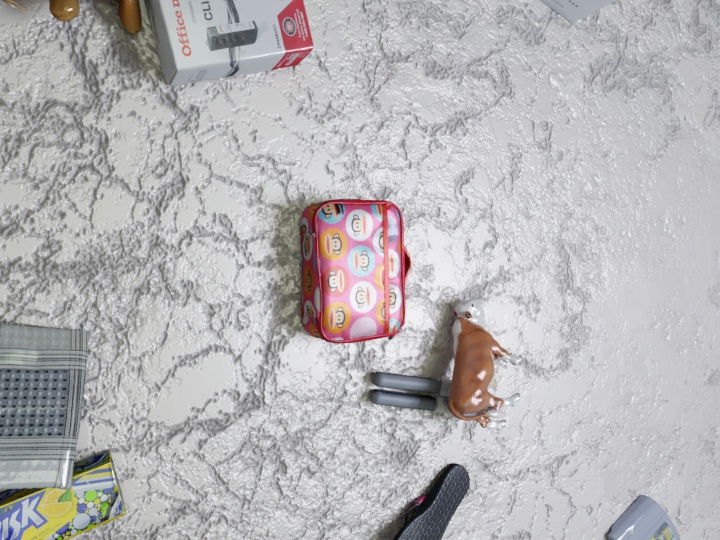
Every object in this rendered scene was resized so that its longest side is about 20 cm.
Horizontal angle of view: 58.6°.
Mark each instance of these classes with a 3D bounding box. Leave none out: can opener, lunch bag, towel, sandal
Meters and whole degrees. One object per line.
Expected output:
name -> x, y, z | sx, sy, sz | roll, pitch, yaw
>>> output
can opener -> 0.109, 0.193, 0.998 | 0.194, 0.066, 0.055 | 12, 87, -19
lunch bag -> 0.000, 0.000, 0.942 | 0.171, 0.081, 0.208 | -3, 93, -28
towel -> -0.424, 0.149, 0.737 | 0.194, 0.034, 0.199 | 8, 67, -23
sandal -> 0.104, 0.389, 1.009 | 0.200, 0.044, 0.076 | -43, 113, -33

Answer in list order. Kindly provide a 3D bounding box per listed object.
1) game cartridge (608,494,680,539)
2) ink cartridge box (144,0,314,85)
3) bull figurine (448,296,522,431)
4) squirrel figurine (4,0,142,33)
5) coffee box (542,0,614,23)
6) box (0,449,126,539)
game cartridge -> 0.548, 0.536, 1.208 | 0.132, 0.041, 0.204 | -34, 103, -25
ink cartridge box -> -0.177, -0.343, 0.857 | 0.195, 0.083, 0.149 | -17, 98, -23
bull figurine -> 0.187, 0.143, 0.993 | 0.118, 0.065, 0.205 | 21, 60, -9
squirrel figurine -> -0.370, -0.398, 0.762 | 0.180, 0.142, 0.207 | -8, 79, -13
coffee box -> 0.368, -0.575, 1.041 | 0.195, 0.197, 0.206 | 23, 81, -22
box -> -0.389, 0.293, 0.769 | 0.195, 0.064, 0.072 | -18, 96, -24
